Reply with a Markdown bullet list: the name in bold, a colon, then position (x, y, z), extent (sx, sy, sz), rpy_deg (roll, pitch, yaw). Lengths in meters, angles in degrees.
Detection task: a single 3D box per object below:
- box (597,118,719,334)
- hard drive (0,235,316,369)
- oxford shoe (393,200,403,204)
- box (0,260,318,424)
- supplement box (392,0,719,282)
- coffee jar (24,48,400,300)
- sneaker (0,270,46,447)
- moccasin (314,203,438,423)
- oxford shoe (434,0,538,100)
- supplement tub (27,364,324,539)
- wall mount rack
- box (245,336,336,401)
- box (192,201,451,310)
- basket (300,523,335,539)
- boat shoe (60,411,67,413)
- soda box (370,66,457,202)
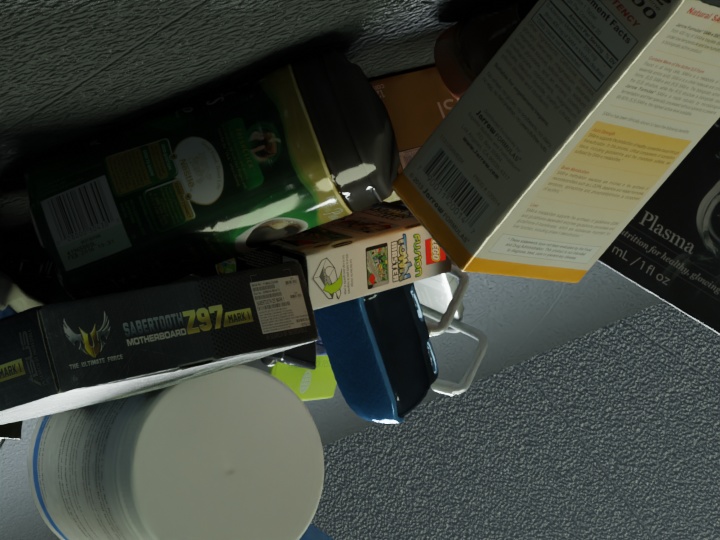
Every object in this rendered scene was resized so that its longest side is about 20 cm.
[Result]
- **box**: position (0.269, -0.054, 1.645), extent (0.197, 0.200, 0.124), rpy_deg (-62, 160, 9)
- **hard drive**: position (-0.129, 0.020, 1.639), extent (0.200, 0.042, 0.135), rpy_deg (13, 177, 10)
- **oxford shoe**: position (0.045, -0.032, 1.890), extent (0.071, 0.073, 0.200), rpy_deg (-22, 172, 10)
- **box**: position (-0.146, 0.045, 1.436), extent (0.158, 0.051, 0.200), rpy_deg (-19, 173, 42)
- **supplement box**: position (0.128, -0.091, 1.450), extent (0.200, 0.074, 0.126), rpy_deg (-51, 150, 22)
- **coffee jar**: position (-0.078, -0.051, 1.456), extent (0.200, 0.085, 0.104), rpy_deg (-20, 169, 3)
- **sneaker**: position (-0.243, 0.051, 1.510), extent (0.077, 0.111, 0.200), rpy_deg (12, 169, 16)
- **moccasin**: position (0.000, 0.000, 1.705), extent (0.080, 0.200, 0.068), rpy_deg (13, -145, 41)
- **oxford shoe**: position (0.136, -0.132, 1.530), extent (0.200, 0.071, 0.073), rpy_deg (-13, 163, -45)
- **supplement tub**: position (-0.119, 0.122, 1.645), extent (0.132, 0.132, 0.200), rpy_deg (-17, -175, -24)
- **wall mount rack**: position (-0.002, 0.015, 1.824), extent (0.075, 0.173, 0.200), rpy_deg (-62, 161, -17)
- **box**: position (-0.102, 0.046, 1.792), extent (0.200, 0.048, 0.122), rpy_deg (18, -173, 21)
- **box**: position (-0.051, -0.022, 1.571), extent (0.110, 0.035, 0.200), rpy_deg (-14, -161, -37)
- **basket**: position (-0.105, 0.156, 1.842), extent (0.139, 0.200, 0.176), rpy_deg (-61, 180, -15)
- **boat shoe**: position (-0.225, 0.057, 1.695), extent (0.073, 0.066, 0.200), rpy_deg (15, 176, -20)
- **soda box**: position (0.076, -0.095, 1.639), extent (0.200, 0.064, 0.068), rpy_deg (-15, 170, -34)
